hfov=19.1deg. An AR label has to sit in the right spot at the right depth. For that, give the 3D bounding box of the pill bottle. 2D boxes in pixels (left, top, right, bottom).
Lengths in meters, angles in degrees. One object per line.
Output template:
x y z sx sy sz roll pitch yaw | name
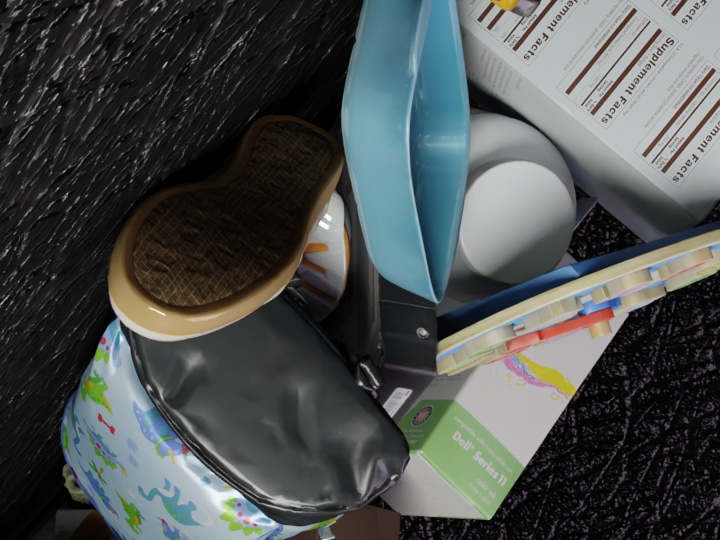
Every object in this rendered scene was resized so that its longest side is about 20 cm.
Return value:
0.060 -0.042 1.274 0.111 0.111 0.200 -50 -162 -3 | pill bottle

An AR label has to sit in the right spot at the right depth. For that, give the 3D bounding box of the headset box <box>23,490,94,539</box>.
-0.209 0.231 1.430 0.149 0.075 0.200 -49 175 -24 | headset box

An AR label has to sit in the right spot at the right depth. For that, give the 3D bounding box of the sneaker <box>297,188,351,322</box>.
-0.050 -0.004 1.162 0.077 0.078 0.200 -64 -173 -32 | sneaker

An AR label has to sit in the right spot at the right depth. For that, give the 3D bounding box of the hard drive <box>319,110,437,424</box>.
0.000 0.000 1.192 0.140 0.038 0.201 125 -29 -53 | hard drive

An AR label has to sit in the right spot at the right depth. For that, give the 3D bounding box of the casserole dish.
0.024 -0.068 1.055 0.200 0.039 0.122 75 24 -59 | casserole dish

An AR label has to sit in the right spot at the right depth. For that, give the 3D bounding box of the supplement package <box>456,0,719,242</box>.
0.152 -0.136 1.235 0.147 0.200 0.191 -50 177 -3 | supplement package

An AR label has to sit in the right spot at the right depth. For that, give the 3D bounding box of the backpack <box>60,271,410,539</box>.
-0.076 0.078 1.093 0.154 0.163 0.200 -41 -178 -8 | backpack

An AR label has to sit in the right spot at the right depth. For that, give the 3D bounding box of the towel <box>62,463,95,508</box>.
-0.083 0.120 1.327 0.148 0.037 0.200 -21 164 18 | towel

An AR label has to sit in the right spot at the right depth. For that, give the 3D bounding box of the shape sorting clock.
0.125 0.017 1.153 0.199 0.039 0.200 -19 176 -1 | shape sorting clock

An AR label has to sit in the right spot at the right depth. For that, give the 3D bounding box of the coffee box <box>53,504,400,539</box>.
-0.082 0.192 1.226 0.199 0.115 0.080 -8 163 35 | coffee box

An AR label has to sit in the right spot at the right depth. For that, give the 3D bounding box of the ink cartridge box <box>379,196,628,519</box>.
0.084 0.053 1.306 0.200 0.067 0.117 -53 -161 -20 | ink cartridge box

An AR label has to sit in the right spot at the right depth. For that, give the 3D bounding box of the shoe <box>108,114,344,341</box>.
-0.059 -0.010 0.946 0.054 0.070 0.200 -62 173 29 | shoe

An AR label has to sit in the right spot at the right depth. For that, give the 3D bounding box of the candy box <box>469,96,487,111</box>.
0.065 -0.059 1.528 0.055 0.116 0.200 -5 153 -25 | candy box

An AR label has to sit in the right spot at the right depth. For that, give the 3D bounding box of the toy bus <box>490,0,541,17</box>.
0.081 -0.174 0.961 0.065 0.078 0.200 -51 176 24 | toy bus
